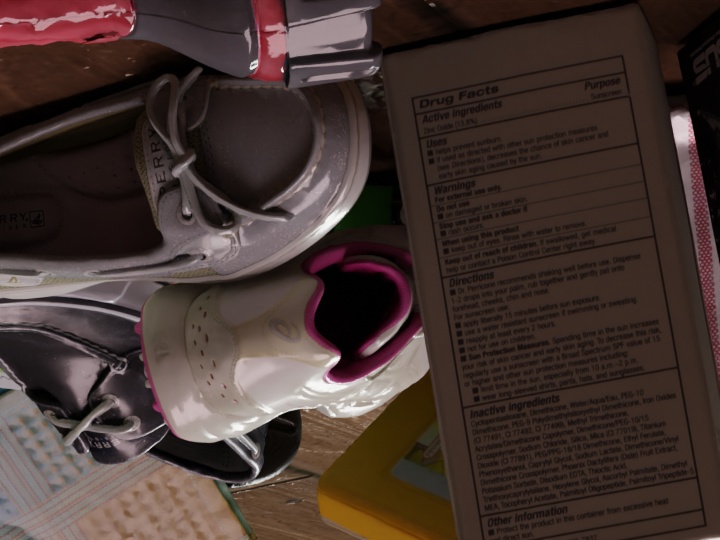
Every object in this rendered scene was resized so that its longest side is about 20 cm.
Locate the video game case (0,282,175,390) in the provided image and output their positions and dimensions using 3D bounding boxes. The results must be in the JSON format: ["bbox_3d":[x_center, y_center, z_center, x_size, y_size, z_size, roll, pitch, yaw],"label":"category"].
[{"bbox_3d":[-0.121,0.021,1.319,0.181,0.022,0.200,8,160,-21],"label":"video game case"}]

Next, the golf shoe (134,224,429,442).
[{"bbox_3d":[0.001,0.019,1.168,0.091,0.076,0.200,-18,-178,35],"label":"golf shoe"}]

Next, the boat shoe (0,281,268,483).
[{"bbox_3d":[-0.104,0.046,1.248,0.072,0.068,0.200,-9,159,29],"label":"boat shoe"}]

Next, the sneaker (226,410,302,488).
[{"bbox_3d":[-0.137,0.076,1.539,0.200,0.076,0.115,5,171,-20],"label":"sneaker"}]

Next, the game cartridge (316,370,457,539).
[{"bbox_3d":[0.109,0.093,1.415,0.199,0.033,0.176,20,-134,29],"label":"game cartridge"}]

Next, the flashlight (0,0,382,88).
[{"bbox_3d":[-0.095,-0.078,0.896,0.199,0.068,0.068,-8,168,-7],"label":"flashlight"}]

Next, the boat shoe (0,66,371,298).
[{"bbox_3d":[-0.088,-0.030,1.096,0.201,0.075,0.065,-9,173,32],"label":"boat shoe"}]

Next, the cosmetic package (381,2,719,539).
[{"bbox_3d":[0.077,0.015,1.111,0.103,0.201,0.087,-10,168,10],"label":"cosmetic package"}]

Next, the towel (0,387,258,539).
[{"bbox_3d":[-0.138,0.126,1.478,0.146,0.022,0.200,-29,124,0],"label":"towel"}]

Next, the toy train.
[{"bbox_3d":[0.000,0.000,1.350,0.056,0.042,0.200,3,165,-6],"label":"toy train"}]

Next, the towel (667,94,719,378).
[{"bbox_3d":[0.142,0.001,1.217,0.199,0.147,0.030,-9,-168,-5],"label":"towel"}]

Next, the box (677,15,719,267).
[{"bbox_3d":[0.185,-0.038,1.054,0.048,0.159,0.200,-4,167,-19],"label":"box"}]
